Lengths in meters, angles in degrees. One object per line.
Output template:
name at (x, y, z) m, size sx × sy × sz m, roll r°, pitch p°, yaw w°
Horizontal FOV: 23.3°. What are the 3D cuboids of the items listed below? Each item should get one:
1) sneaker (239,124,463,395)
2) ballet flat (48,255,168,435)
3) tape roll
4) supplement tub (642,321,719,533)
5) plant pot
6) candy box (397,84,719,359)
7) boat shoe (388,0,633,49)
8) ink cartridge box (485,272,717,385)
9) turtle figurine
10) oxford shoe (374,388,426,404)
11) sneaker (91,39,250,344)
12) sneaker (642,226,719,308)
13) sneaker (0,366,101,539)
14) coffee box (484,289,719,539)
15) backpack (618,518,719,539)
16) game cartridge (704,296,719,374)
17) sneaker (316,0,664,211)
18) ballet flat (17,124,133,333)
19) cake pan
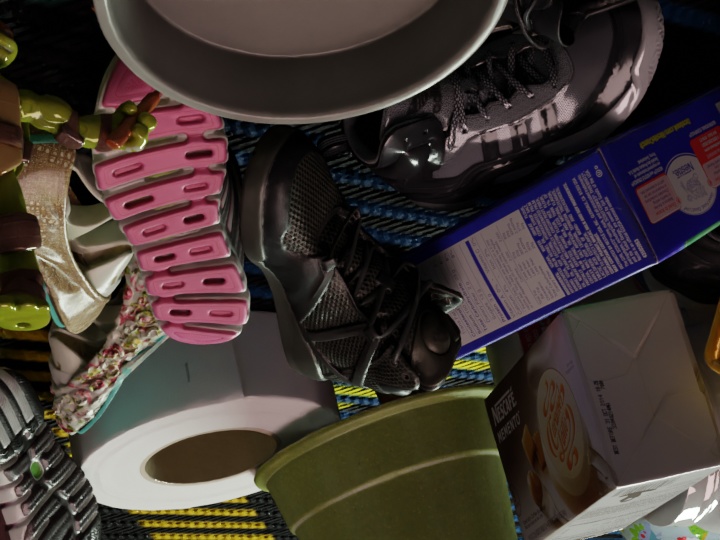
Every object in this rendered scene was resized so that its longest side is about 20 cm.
sneaker at (0.000, 0.000, 0.973) m, size 0.113 × 0.077 × 0.201 m, roll 14°, pitch 143°, yaw 25°
ballet flat at (-0.163, 0.035, 1.129) m, size 0.064 × 0.076 × 0.200 m, roll 29°, pitch 132°, yaw -19°
tape roll at (-0.115, 0.105, 1.275) m, size 0.200 × 0.072 × 0.203 m, roll -11°, pitch 154°, yaw -5°
supplement tub at (0.286, 0.103, 1.202) m, size 0.198 × 0.146 × 0.145 m, roll -5°, pitch 153°, yaw -17°
plant pot at (0.043, 0.209, 1.274) m, size 0.198 × 0.192 × 0.200 m, roll -17°, pitch 162°, yaw -6°
candy box at (0.130, -0.024, 1.044) m, size 0.199 × 0.078 × 0.168 m, roll -28°, pitch 179°, yaw 44°
boat shoe at (0.103, -0.147, 0.883) m, size 0.197 × 0.067 × 0.075 m, roll -18°, pitch 155°, yaw 8°
ink cartridge box at (0.201, 0.047, 1.305) m, size 0.197 × 0.086 × 0.148 m, roll -10°, pitch 153°, yaw -4°
turtle figurine at (-0.192, -0.058, 0.829) m, size 0.198 × 0.163 × 0.064 m, roll 11°, pitch 162°, yaw -28°
oxford shoe at (0.031, 0.058, 1.257) m, size 0.070 × 0.072 × 0.200 m, roll -14°, pitch 153°, yaw 4°
sneaker at (-0.104, -0.055, 0.961) m, size 0.073 × 0.088 × 0.201 m, roll -12°, pitch 131°, yaw -1°
sneaker at (0.294, -0.031, 1.187) m, size 0.197 × 0.076 × 0.114 m, roll -10°, pitch 157°, yaw -3°
sneaker at (-0.257, 0.141, 1.217) m, size 0.114 × 0.076 × 0.202 m, roll 10°, pitch 129°, yaw 33°
coffee box at (0.153, 0.102, 1.135) m, size 0.079 × 0.116 × 0.200 m, roll -10°, pitch 164°, yaw -14°
backpack at (0.293, 0.133, 1.426) m, size 0.198 × 0.184 × 0.148 m, roll -12°, pitch 132°, yaw -8°
game cartridge at (0.284, -0.040, 1.060) m, size 0.199 × 0.032 × 0.178 m, roll -21°, pitch 129°, yaw -52°
sneaker at (0.066, -0.097, 0.952) m, size 0.113 × 0.076 × 0.199 m, roll 9°, pitch 148°, yaw -44°
ballet flat at (-0.163, -0.021, 0.995) m, size 0.064 × 0.071 × 0.200 m, roll -12°, pitch 156°, yaw 1°
cake pan at (-0.027, -0.145, 0.821) m, size 0.198 × 0.037 × 0.201 m, roll -5°, pitch 146°, yaw -3°
